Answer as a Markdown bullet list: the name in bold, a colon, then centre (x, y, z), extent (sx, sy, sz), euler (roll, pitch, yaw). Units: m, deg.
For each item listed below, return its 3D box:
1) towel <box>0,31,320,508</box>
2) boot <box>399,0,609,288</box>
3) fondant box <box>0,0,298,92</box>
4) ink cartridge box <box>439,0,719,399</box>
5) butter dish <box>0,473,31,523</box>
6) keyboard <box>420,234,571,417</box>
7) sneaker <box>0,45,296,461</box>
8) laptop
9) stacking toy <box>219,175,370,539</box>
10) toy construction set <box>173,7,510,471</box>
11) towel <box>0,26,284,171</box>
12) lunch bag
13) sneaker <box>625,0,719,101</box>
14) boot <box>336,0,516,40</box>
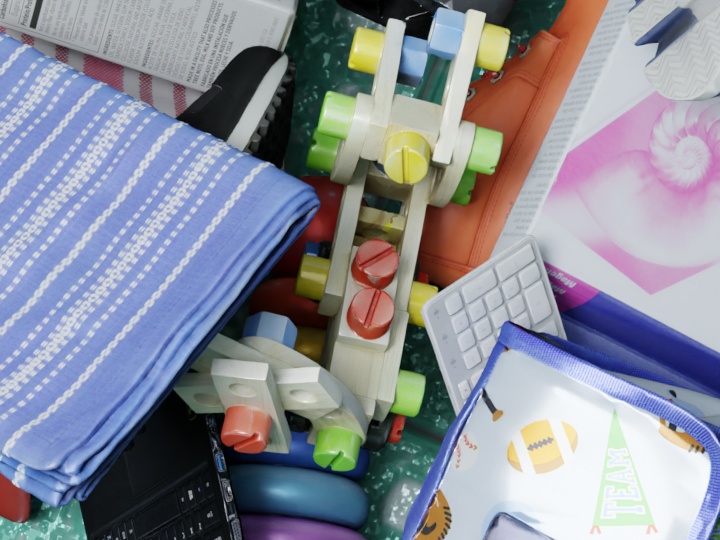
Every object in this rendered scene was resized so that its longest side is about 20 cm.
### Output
- **towel**: centre (-0.128, -0.014, 0.698), extent (0.200, 0.024, 0.145), euler (27, 68, 31)
- **boot**: centre (0.078, -0.078, 0.859), extent (0.107, 0.075, 0.201), euler (14, 82, 22)
- **fondant box**: centre (-0.121, -0.164, 0.847), extent (0.199, 0.058, 0.145), euler (18, 42, -9)
- **ink cartridge box**: centre (0.162, -0.006, 0.803), extent (0.196, 0.043, 0.201), euler (26, 85, -13)
- **butter dish**: centre (-0.181, -0.015, 0.859), extent (0.199, 0.200, 0.148), euler (40, 66, 12)
- **keyboard**: centre (0.074, 0.081, 0.787), extent (0.056, 0.201, 0.011), euler (-29, 31, -16)
- **sneaker**: centre (-0.093, -0.024, 0.748), extent (0.090, 0.070, 0.201), euler (21, 55, 7)
- **laptop**: centre (-0.117, 0.153, 0.790), extent (0.103, 0.177, 0.201), euler (-8, 76, -28)
- **stacking toy**: centre (-0.028, 0.056, 0.858), extent (0.085, 0.085, 0.201), euler (2, 74, 12)
- **toy construction set**: centre (0.000, 0.000, 0.769), extent (0.092, 0.131, 0.200), euler (27, 61, 2)
- **towel**: centre (-0.129, -0.098, 0.840), extent (0.199, 0.030, 0.147), euler (10, 41, -18)
- **lunch bag**: centre (0.110, 0.130, 0.746), extent (0.199, 0.124, 0.171), euler (24, 94, -10)
- **sneaker**: centre (0.155, -0.161, 0.761), extent (0.115, 0.080, 0.200), euler (-2, 77, -29)
- **boot**: centre (0.094, -0.176, 0.827), extent (0.165, 0.066, 0.200), euler (18, 60, 44)
